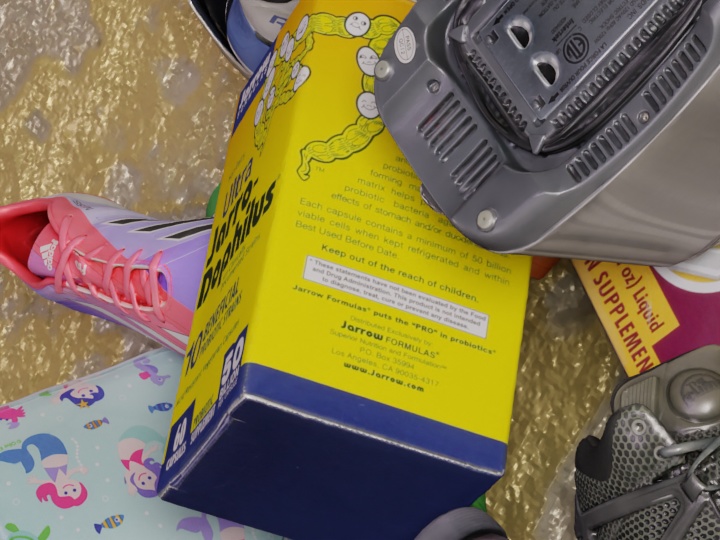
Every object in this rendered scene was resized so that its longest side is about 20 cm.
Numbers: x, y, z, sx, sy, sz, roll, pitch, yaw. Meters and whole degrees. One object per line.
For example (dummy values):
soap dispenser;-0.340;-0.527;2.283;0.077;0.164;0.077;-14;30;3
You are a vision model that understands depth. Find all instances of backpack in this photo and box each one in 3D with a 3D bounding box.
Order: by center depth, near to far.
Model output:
backpack;-0.106;0.144;1.161;0.200;0.177;0.151;62;154;20

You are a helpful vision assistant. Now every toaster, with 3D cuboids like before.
toaster;0.112;-0.087;0.931;0.200;0.129;0.114;-48;57;22

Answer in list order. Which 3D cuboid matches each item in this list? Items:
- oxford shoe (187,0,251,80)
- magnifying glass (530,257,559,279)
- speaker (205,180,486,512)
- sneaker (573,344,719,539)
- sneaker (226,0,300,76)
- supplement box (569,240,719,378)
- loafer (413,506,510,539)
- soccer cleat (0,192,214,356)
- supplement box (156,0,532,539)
oxford shoe;-0.009;-0.085;1.186;0.200;0.074;0.071;34;104;35
magnifying glass;0.135;-0.073;1.111;0.200;0.022;0.080;-47;59;20
speaker;-0.009;0.041;1.144;0.088;0.088;0.200;-41;50;26
sneaker;0.143;0.093;0.915;0.199;0.076;0.114;12;114;58
sneaker;0.028;-0.148;1.103;0.199;0.115;0.081;-22;70;2
supplement box;0.188;-0.034;1.011;0.200;0.103;0.131;-39;61;26
loafer;0.011;0.188;0.973;0.063;0.072;0.200;36;103;32
soccer cleat;-0.106;0.000;1.153;0.200;0.076;0.067;17;99;58
supplement box;0.000;0.000;1.029;0.109;0.109;0.200;129;155;-55
